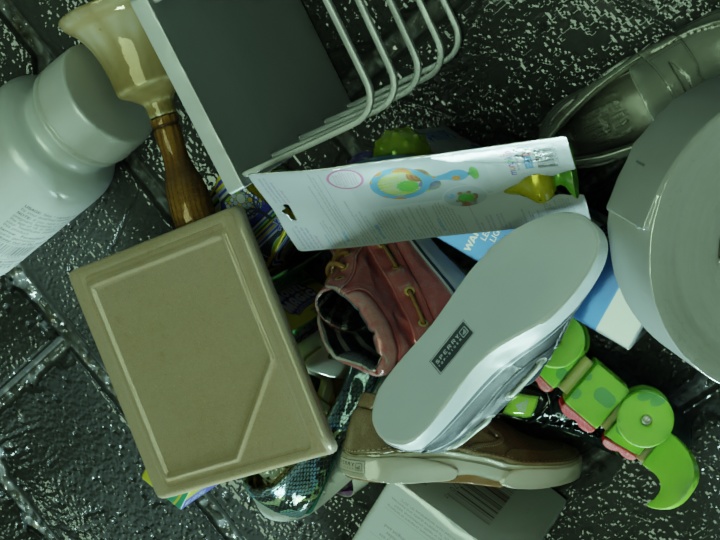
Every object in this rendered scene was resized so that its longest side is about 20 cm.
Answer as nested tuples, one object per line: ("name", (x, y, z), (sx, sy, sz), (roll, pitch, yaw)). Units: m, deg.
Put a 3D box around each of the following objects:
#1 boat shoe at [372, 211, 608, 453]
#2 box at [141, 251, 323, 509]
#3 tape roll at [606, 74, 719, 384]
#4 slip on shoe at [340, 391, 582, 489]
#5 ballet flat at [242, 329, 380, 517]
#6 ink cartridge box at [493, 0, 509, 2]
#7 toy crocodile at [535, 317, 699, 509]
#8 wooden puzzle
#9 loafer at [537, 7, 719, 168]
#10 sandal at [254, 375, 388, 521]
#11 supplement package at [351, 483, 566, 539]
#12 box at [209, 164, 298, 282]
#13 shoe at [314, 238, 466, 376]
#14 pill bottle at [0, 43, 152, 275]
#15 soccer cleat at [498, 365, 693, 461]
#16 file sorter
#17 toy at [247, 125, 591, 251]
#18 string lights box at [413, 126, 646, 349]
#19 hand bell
("boat shoe", (0.094, 0.046, 1.104), (0.200, 0.068, 0.072), (-50, 50, 15))
("box", (-0.086, 0.081, 1.305), (0.048, 0.117, 0.200), (35, 122, 17))
("tape roll", (0.259, -0.025, 1.060), (0.202, 0.071, 0.203), (-3, 105, -12))
("slip on shoe", (0.078, 0.121, 1.218), (0.076, 0.200, 0.061), (4, 89, 63))
("ballet flat", (-0.031, 0.093, 1.275), (0.074, 0.074, 0.200), (25, 96, 15))
("ink cartridge box", (0.109, -0.294, 1.077), (0.145, 0.087, 0.200), (-26, 95, 32))
("toy crocodile", (0.156, 0.080, 1.157), (0.200, 0.068, 0.062), (42, 95, 5))
("wooden puzzle", (-0.114, 0.062, 1.227), (0.200, 0.037, 0.185), (-19, 94, 41))
("loafer", (0.204, -0.117, 1.111), (0.200, 0.070, 0.070), (-29, 96, 32))
("sandal", (-0.013, 0.145, 1.332), (0.050, 0.083, 0.203), (22, 139, -33))
("supplement package", (0.048, 0.236, 1.303), (0.117, 0.117, 0.200), (35, 120, 9))
("box", (-0.105, 0.009, 1.317), (0.070, 0.064, 0.200), (34, 122, 10))
("shoe", (0.000, 0.000, 1.196), (0.200, 0.091, 0.072), (47, 140, 42))
("pill bottle", (-0.258, -0.087, 1.323), (0.200, 0.114, 0.114), (-34, 93, 32))
("soccer cleat", (0.141, 0.092, 1.220), (0.200, 0.081, 0.068), (26, 119, 14))
("file sorter", (-0.030, -0.161, 1.135), (0.124, 0.200, 0.139), (-22, 99, 27))
("toy", (0.041, -0.061, 1.083), (0.199, 0.115, 0.047), (-3, 64, 15))
("string lights box", (0.119, -0.026, 1.166), (0.200, 0.103, 0.059), (31, 104, 12))
("hand bell", (-0.141, -0.103, 1.244), (0.104, 0.104, 0.200), (-19, 90, 31))
